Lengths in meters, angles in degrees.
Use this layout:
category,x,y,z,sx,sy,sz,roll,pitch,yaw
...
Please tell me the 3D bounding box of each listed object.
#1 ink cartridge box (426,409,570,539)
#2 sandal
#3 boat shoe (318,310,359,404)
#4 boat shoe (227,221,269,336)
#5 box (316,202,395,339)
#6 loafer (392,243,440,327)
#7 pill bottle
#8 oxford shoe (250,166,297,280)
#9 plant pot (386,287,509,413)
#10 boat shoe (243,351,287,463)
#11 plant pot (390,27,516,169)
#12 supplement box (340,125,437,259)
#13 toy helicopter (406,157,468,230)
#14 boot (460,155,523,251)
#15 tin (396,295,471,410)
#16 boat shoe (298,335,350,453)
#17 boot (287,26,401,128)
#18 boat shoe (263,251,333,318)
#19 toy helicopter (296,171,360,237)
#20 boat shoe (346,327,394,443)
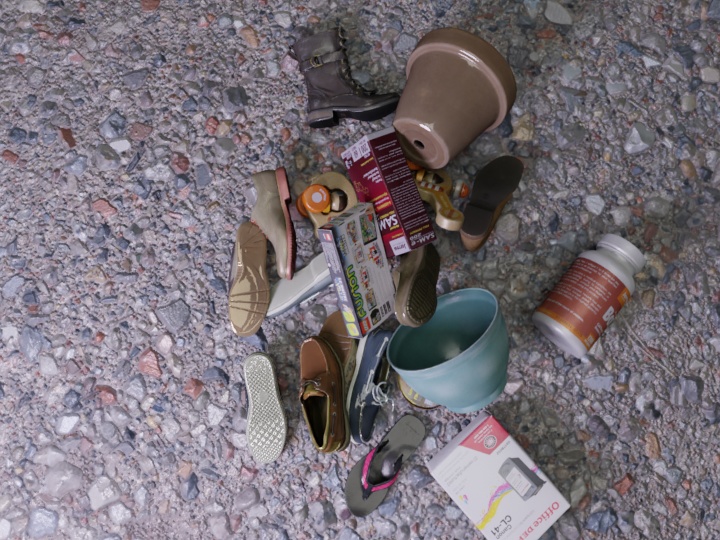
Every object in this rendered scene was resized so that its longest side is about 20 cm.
category,x,y,z,sx,sy,sz,roll,pitch,yaw
ink cartridge box,0.232,0.364,1.134,0.147,0.086,0.200,-42,84,-4
sandal,0.039,0.337,1.157,0.075,0.045,0.201,37,85,4
boat shoe,-0.040,0.173,1.175,0.072,0.063,0.203,5,80,27
boat shoe,-0.200,0.017,1.184,0.071,0.065,0.203,2,81,-16
box,0.000,0.000,1.124,0.110,0.034,0.202,-35,119,-39
loafer,0.091,0.028,1.141,0.067,0.201,0.076,-24,114,32
pill bottle,0.399,0.040,1.154,0.112,0.112,0.201,39,86,4
oxford shoe,-0.153,-0.079,1.167,0.074,0.071,0.203,-7,77,-2
plant pot,0.160,0.143,1.083,0.199,0.200,0.135,-34,111,-3
boat shoe,-0.168,0.235,1.163,0.073,0.062,0.203,-7,99,-5
plant pot,0.137,-0.274,1.127,0.199,0.201,0.175,34,68,4
supplement box,0.046,-0.127,1.128,0.060,0.109,0.202,-24,92,-25
toy helicopter,0.139,-0.128,1.153,0.130,0.201,0.080,3,125,-17
boot,0.232,-0.122,1.202,0.073,0.076,0.201,24,66,20
tin,0.131,0.145,1.182,0.111,0.042,0.203,19,84,-2
boat shoe,-0.065,0.199,1.105,0.071,0.068,0.202,-27,67,22
boot,-0.028,-0.363,1.222,0.197,0.069,0.177,-9,84,1
boat shoe,-0.093,0.035,1.171,0.199,0.073,0.062,-35,127,18
toy helicopter,-0.018,-0.084,1.196,0.131,0.079,0.202,-30,94,-17
boat shoe,0.024,0.201,1.156,0.061,0.075,0.203,4,75,31
